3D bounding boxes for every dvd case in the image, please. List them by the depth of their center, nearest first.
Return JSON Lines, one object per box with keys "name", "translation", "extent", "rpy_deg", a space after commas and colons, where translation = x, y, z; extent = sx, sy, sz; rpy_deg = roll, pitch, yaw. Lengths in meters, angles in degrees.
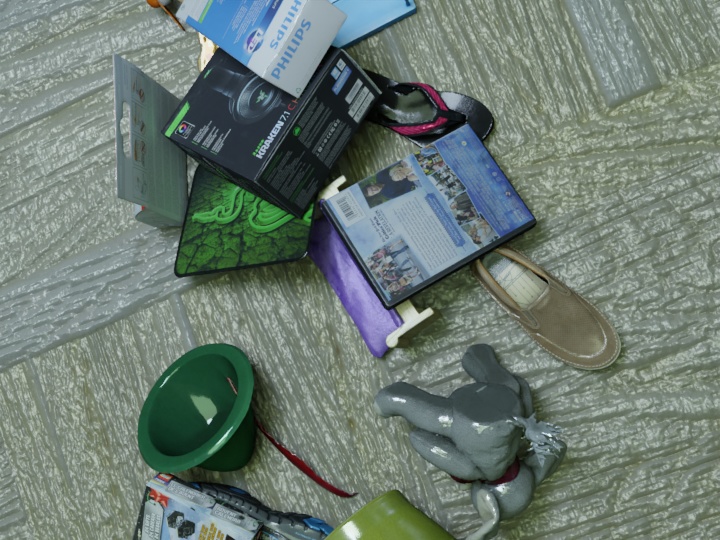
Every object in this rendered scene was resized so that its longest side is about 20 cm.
{"name": "dvd case", "translation": [0.076, -0.062, 1.038], "extent": [0.199, 0.018, 0.143], "rpy_deg": [-29, 75, -13]}

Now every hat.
{"name": "hat", "translation": [-0.146, 0.210, 1.124], "extent": [0.165, 0.176, 0.200], "rpy_deg": [-39, 39, 3]}

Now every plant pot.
{"name": "plant pot", "translation": [0.049, 0.346, 0.993], "extent": [0.200, 0.200, 0.193], "rpy_deg": [-42, 70, 5]}

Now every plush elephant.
{"name": "plush elephant", "translation": [0.136, 0.198, 1.014], "extent": [0.200, 0.164, 0.156], "rpy_deg": [27, 132, 43]}

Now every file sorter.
{"name": "file sorter", "translation": [-0.043, -0.381, 1.107], "extent": [0.138, 0.123, 0.201], "rpy_deg": [-25, 81, 8]}

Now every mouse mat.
{"name": "mouse mat", "translation": [-0.132, -0.074, 1.098], "extent": [0.199, 0.008, 0.162], "rpy_deg": [-7, 63, 30]}

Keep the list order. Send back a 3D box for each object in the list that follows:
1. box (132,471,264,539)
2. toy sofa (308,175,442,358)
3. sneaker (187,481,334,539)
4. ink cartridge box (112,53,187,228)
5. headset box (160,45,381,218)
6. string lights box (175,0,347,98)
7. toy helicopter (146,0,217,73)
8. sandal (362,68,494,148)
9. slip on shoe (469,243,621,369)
{"name": "box", "translation": [-0.199, 0.344, 1.073], "extent": [0.136, 0.040, 0.201], "rpy_deg": [24, 114, 12]}
{"name": "toy sofa", "translation": [0.000, 0.000, 1.082], "extent": [0.097, 0.083, 0.201], "rpy_deg": [-34, 79, 6]}
{"name": "sneaker", "translation": [-0.132, 0.304, 1.083], "extent": [0.199, 0.073, 0.082], "rpy_deg": [19, 88, 12]}
{"name": "ink cartridge box", "translation": [-0.257, -0.143, 1.086], "extent": [0.047, 0.200, 0.161], "rpy_deg": [-4, 84, 11]}
{"name": "headset box", "translation": [-0.109, -0.182, 1.074], "extent": [0.200, 0.093, 0.175], "rpy_deg": [30, 84, 40]}
{"name": "string lights box", "translation": [-0.113, -0.277, 1.018], "extent": [0.200, 0.059, 0.103], "rpy_deg": [41, 102, 41]}
{"name": "toy helicopter", "translation": [-0.206, -0.331, 1.162], "extent": [0.131, 0.079, 0.201], "rpy_deg": [-13, 95, 3]}
{"name": "sandal", "translation": [0.058, -0.191, 1.107], "extent": [0.199, 0.045, 0.076], "rpy_deg": [19, 88, 12]}
{"name": "slip on shoe", "translation": [0.205, 0.037, 1.048], "extent": [0.200, 0.061, 0.076], "rpy_deg": [44, 94, 12]}
